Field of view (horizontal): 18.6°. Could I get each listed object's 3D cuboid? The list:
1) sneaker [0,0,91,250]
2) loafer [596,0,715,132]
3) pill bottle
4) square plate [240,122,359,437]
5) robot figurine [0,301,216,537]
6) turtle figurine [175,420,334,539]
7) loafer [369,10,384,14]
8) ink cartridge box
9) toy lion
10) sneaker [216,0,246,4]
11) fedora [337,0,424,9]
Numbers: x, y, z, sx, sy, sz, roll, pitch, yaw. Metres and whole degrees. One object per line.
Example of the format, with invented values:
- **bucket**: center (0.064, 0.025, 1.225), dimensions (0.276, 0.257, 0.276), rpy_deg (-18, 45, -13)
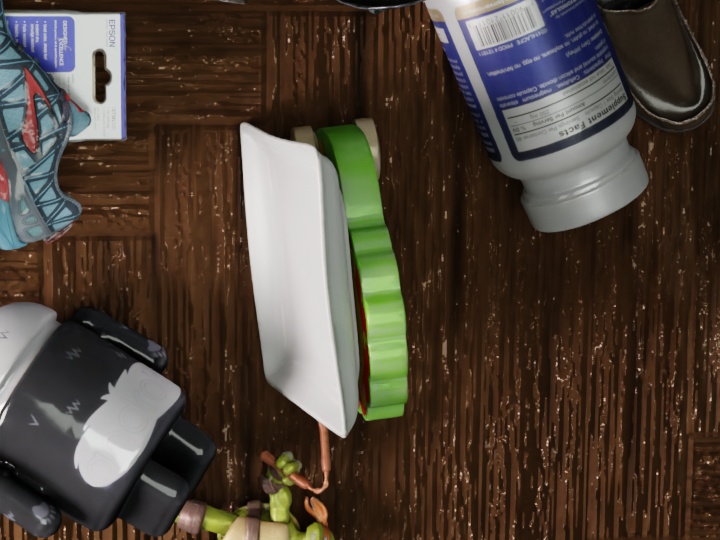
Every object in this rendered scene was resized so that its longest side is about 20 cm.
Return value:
- **sneaker**: center (-0.240, -0.116, 1.547), dimensions (0.095, 0.079, 0.201), rpy_deg (-10, 110, -16)
- **loafer**: center (0.199, -0.185, 1.626), dimensions (0.073, 0.071, 0.200), rpy_deg (-36, 103, -1)
- **pill bottle**: center (0.132, -0.137, 1.600), dimensions (0.115, 0.116, 0.200), rpy_deg (-24, 107, -3)
- **square plate**: center (-0.041, 0.000, 1.562), dimensions (0.028, 0.198, 0.201), rpy_deg (-8, 101, -16)
- **robot figurine**: center (-0.206, 0.109, 1.585), dimensions (0.200, 0.150, 0.125), rpy_deg (32, 104, 0)
- **turtle figurine**: center (-0.087, 0.194, 1.656), dimensions (0.161, 0.064, 0.201), rpy_deg (3, 108, -1)
- **loafer**: center (0.066, -0.270, 1.601), dimensions (0.200, 0.072, 0.063), rpy_deg (-41, 85, -6)
- **ink cartridge box**: center (-0.269, -0.140, 1.584), dimensions (0.199, 0.037, 0.095), rpy_deg (0, 100, -6)
- **toy lion**: center (0.000, 0.000, 1.568), dimensions (0.068, 0.192, 0.201), rpy_deg (-7, 101, -8)
- **sneaker**: center (-0.153, -0.261, 1.531), dimensions (0.199, 0.075, 0.107), rpy_deg (20, 91, 14)
- **fedora**: center (0.028, -0.282, 1.522), dimensions (0.201, 0.201, 0.092), rpy_deg (-49, 140, 2)
